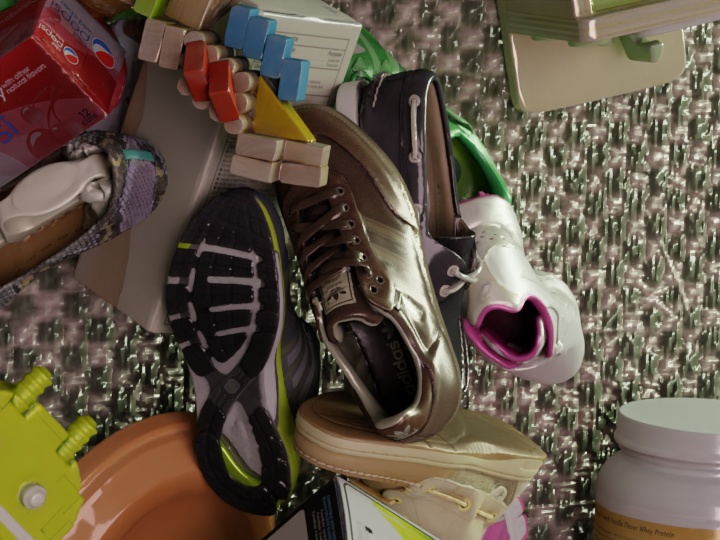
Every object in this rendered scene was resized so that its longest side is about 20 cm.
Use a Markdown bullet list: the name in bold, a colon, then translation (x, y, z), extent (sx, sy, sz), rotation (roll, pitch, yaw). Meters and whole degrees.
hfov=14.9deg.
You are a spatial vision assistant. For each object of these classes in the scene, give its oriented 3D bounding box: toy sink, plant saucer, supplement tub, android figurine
- **toy sink**: translation (0.161, -0.201, 1.714), extent (0.130, 0.112, 0.201), rotation (-13, 104, -23)
- **plant saucer**: translation (-0.123, 0.182, 1.643), extent (0.200, 0.037, 0.201), rotation (-25, 128, -36)
- **supplement tub**: translation (0.221, 0.192, 1.790), extent (0.144, 0.144, 0.201), rotation (-1, 99, -25)
- **android figurine**: translation (-0.231, 0.138, 1.512), extent (0.200, 0.041, 0.182), rotation (-43, 127, -10)

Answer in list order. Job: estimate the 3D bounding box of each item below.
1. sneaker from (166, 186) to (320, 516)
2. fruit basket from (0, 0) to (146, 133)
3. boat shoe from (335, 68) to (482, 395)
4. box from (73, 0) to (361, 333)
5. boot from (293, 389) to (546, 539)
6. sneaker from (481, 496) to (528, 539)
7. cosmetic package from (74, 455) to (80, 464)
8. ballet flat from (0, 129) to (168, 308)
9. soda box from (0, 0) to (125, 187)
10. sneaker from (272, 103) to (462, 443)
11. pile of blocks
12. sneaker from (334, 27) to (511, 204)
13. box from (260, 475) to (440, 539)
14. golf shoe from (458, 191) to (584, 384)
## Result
- **sneaker**: translation (-0.062, 0.038, 1.590), extent (0.081, 0.074, 0.201), rotation (-53, 148, -54)
- **fruit basket**: translation (-0.166, -0.144, 1.581), extent (0.185, 0.094, 0.201), rotation (-26, 113, -21)
- **boat shoe**: translation (0.038, -0.017, 1.594), extent (0.060, 0.074, 0.201), rotation (-11, 93, 21)
- **box**: translation (-0.083, -0.069, 1.600), extent (0.095, 0.078, 0.201), rotation (3, 112, -49)
- **boot**: translation (0.011, 0.154, 1.628), extent (0.200, 0.073, 0.156), rotation (11, 111, -52)
- **sneaker**: translation (0.061, 0.182, 1.748), extent (0.088, 0.081, 0.201), rotation (-35, 111, -18)
- **cosmetic package**: translation (-0.255, 0.167, 1.600), extent (0.102, 0.074, 0.200), rotation (38, 80, -26)
- **ballet flat**: translation (-0.204, -0.021, 1.554), extent (0.200, 0.072, 0.072), rotation (-30, 113, 13)
- **soda box**: translation (-0.226, -0.075, 1.516), extent (0.200, 0.070, 0.063), rotation (-32, 116, 24)
- **sneaker**: translation (0.000, 0.000, 1.529), extent (0.070, 0.076, 0.201), rotation (-27, 88, 19)
- **pile of blocks**: translation (-0.081, -0.127, 1.493), extent (0.082, 0.062, 0.200), rotation (-42, 88, 11)
- **sneaker**: translation (0.021, -0.094, 1.681), extent (0.200, 0.084, 0.074), rotation (36, 83, -25)
- **box**: translation (-0.037, 0.219, 1.586), extent (0.116, 0.060, 0.200), rotation (33, 118, -29)
- **golf shoe**: translation (0.093, 0.035, 1.702), extent (0.075, 0.092, 0.200), rotation (-26, 145, 11)
